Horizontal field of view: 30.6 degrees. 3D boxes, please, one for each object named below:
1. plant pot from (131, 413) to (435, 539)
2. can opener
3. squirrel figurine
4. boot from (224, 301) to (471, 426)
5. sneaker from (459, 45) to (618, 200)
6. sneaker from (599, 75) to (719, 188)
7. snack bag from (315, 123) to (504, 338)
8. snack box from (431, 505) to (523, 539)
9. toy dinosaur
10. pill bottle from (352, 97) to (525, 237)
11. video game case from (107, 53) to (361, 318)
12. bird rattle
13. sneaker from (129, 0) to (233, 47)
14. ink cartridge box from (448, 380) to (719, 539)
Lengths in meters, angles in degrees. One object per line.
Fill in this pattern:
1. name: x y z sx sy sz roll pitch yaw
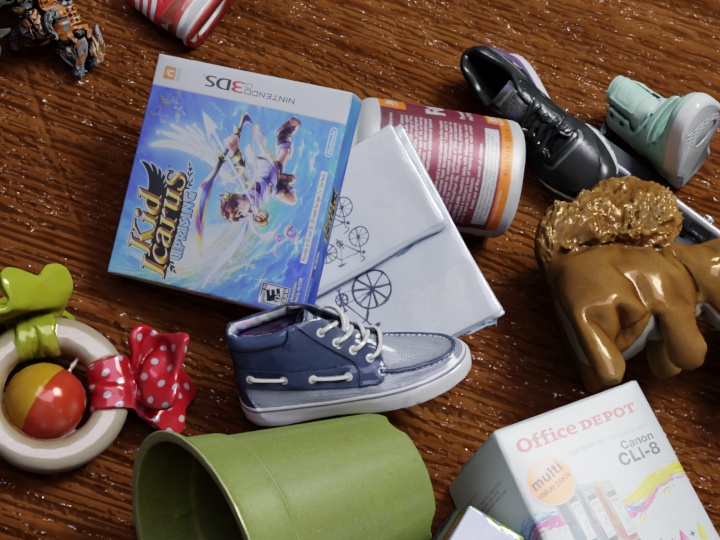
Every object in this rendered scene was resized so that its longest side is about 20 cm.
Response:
1. plant pot: -0.049 0.197 1.031 0.190 0.200 0.200 -14 66 -34
2. can opener: 0.279 -0.068 1.309 0.200 0.053 0.066 42 61 10
3. squirrel figurine: 0.263 -0.003 1.181 0.186 0.142 0.200 -22 74 1
4. boot: -0.010 0.067 1.095 0.200 0.090 0.073 -13 31 0
5. sneaker: 0.164 -0.143 1.285 0.200 0.076 0.088 50 20 28
6. sneaker: 0.284 -0.148 1.283 0.118 0.200 0.074 42 88 14
7. snack bag: 0.000 0.000 1.159 0.188 0.021 0.200 -29 84 7
8. snack box: 0.043 0.277 0.989 0.053 0.142 0.200 31 78 3
9. toy dinosaur: -0.331 -0.257 1.231 0.200 0.102 0.136 42 64 -2
10. pill bottle: 0.044 -0.100 1.235 0.200 0.114 0.114 8 61 -10
11. video game case: -0.110 -0.074 1.149 0.181 0.045 0.200 13 89 12
12. bird rattle: -0.243 0.094 1.097 0.200 0.113 0.163 36 71 -8
13. sneaker: -0.162 -0.327 1.329 0.115 0.078 0.200 31 59 3
14. ink cartridge box: 0.188 0.220 1.082 0.145 0.145 0.200 -17 67 -20
